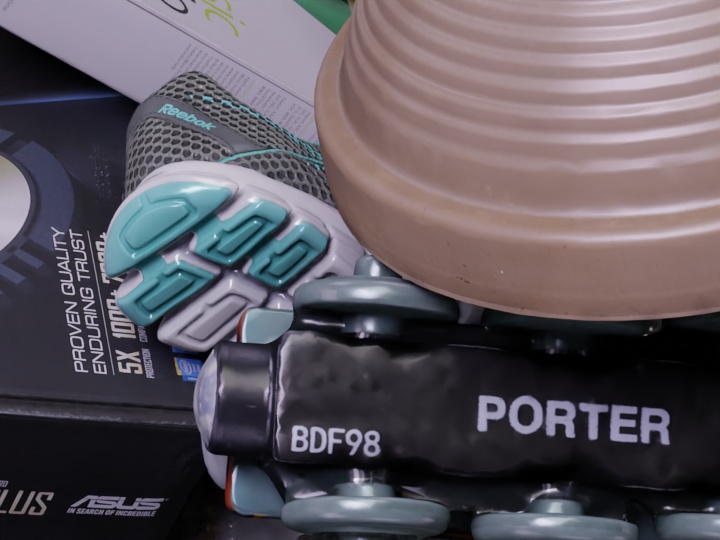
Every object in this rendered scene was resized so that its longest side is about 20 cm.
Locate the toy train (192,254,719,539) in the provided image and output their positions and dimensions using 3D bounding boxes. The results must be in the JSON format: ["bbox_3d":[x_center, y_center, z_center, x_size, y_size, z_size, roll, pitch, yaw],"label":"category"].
[{"bbox_3d":[0.049,0.047,0.712,0.198,0.114,0.086,4,79,-9],"label":"toy train"}]

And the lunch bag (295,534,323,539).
[{"bbox_3d":[0.053,0.148,0.703,0.198,0.140,0.168,9,22,4],"label":"lunch bag"}]

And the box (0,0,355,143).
[{"bbox_3d":[-0.055,-0.098,0.872,0.199,0.036,0.145,29,27,-31],"label":"box"}]

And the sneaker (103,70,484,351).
[{"bbox_3d":[0.000,0.000,0.808,0.077,0.200,0.092,-38,39,21],"label":"sneaker"}]

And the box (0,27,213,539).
[{"bbox_3d":[-0.145,-0.009,0.819,0.163,0.086,0.201,7,47,-25],"label":"box"}]

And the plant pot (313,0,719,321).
[{"bbox_3d":[0.079,-0.081,0.675,0.199,0.093,0.201,-9,34,6],"label":"plant pot"}]
